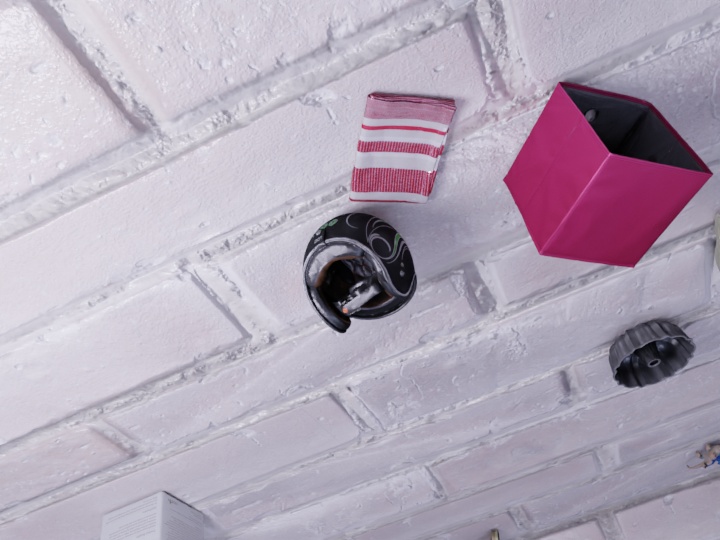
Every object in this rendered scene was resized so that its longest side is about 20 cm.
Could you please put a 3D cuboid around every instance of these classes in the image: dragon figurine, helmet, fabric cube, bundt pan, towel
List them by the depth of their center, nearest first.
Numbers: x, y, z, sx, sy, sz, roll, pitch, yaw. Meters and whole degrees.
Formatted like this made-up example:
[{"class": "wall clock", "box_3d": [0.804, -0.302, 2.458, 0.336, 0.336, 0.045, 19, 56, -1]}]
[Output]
[{"class": "fabric cube", "box_3d": [0.382, -0.151, 1.027, 0.195, 0.201, 0.200, 5, 135, -19]}, {"class": "towel", "box_3d": [0.064, -0.190, 1.035, 0.143, 0.023, 0.201, 1, 134, -13]}, {"class": "helmet", "box_3d": [0.000, 0.000, 1.088, 0.199, 0.191, 0.201, 4, 105, 15]}, {"class": "bundt pan", "box_3d": [0.687, 0.192, 1.528, 0.200, 0.076, 0.203, -7, 136, -6]}, {"class": "dragon figurine", "box_3d": [1.147, 0.599, 2.058, 0.099, 0.059, 0.201, 2, 132, -15]}]

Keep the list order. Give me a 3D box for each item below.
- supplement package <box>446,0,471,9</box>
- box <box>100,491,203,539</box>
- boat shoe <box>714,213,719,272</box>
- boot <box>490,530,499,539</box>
[{"class": "supplement package", "box_3d": [0.109, -0.433, 0.730, 0.117, 0.117, 0.200, -26, 131, 11]}, {"class": "box", "box_3d": [-0.548, 0.726, 1.689, 0.198, 0.172, 0.200, -24, 135, 11]}, {"class": "boat shoe", "box_3d": [0.775, -0.045, 1.317, 0.067, 0.072, 0.200, -18, 134, 11]}, {"class": "boot", "box_3d": [0.414, 1.005, 2.265, 0.154, 0.072, 0.201, 7, 105, 13]}]
